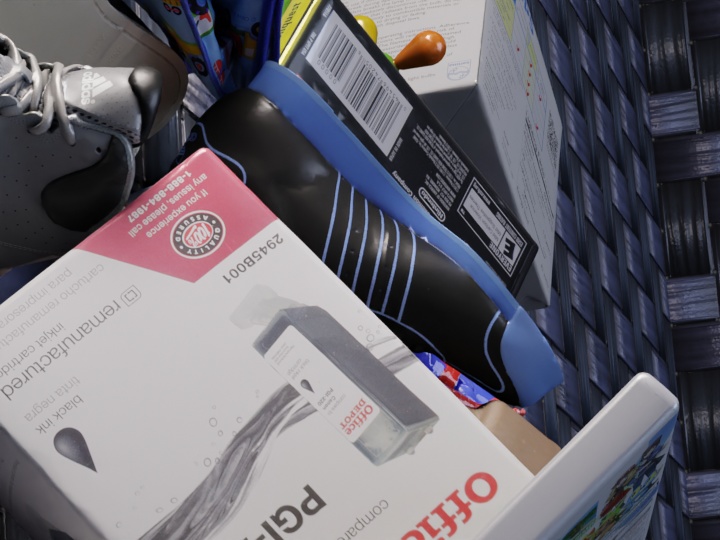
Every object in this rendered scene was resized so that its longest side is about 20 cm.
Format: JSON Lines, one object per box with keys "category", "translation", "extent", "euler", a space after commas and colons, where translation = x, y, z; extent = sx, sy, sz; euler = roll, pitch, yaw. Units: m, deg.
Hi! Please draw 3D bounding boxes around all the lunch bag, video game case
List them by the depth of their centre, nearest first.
{"category": "video game case", "translation": [0.039, 0.139, 0.897], "extent": [0.022, 0.200, 0.182], "euler": [43, -14, 17]}
{"category": "lunch bag", "translation": [-0.094, -0.170, 1.114], "extent": [0.151, 0.094, 0.200], "euler": [48, -26, 44]}
{"category": "video game case", "translation": [-0.003, -0.009, 1.188], "extent": [0.200, 0.025, 0.181], "euler": [49, 51, -30]}

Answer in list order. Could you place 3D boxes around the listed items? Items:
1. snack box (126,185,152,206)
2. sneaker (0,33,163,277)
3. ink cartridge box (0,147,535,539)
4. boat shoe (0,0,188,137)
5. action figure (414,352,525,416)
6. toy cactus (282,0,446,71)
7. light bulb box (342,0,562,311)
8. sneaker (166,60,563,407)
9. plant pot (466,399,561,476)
{"category": "snack box", "translation": [-0.074, 0.022, 1.229], "extent": [0.200, 0.053, 0.142], "euler": [-32, 111, -73]}
{"category": "sneaker", "translation": [-0.137, -0.083, 0.924], "extent": [0.075, 0.115, 0.200], "euler": [-82, 159, -45]}
{"category": "ink cartridge box", "translation": [-0.048, 0.075, 0.927], "extent": [0.200, 0.146, 0.085], "euler": [46, -23, 10]}
{"category": "boat shoe", "translation": [-0.146, -0.123, 1.065], "extent": [0.063, 0.073, 0.200], "euler": [42, -3, 33]}
{"category": "action figure", "translation": [0.051, 0.062, 1.160], "extent": [0.200, 0.052, 0.065], "euler": [40, 16, -25]}
{"category": "toy cactus", "translation": [-0.014, -0.057, 1.252], "extent": [0.165, 0.102, 0.200], "euler": [-27, 107, -64]}
{"category": "light bulb box", "translation": [0.054, -0.101, 1.627], "extent": [0.200, 0.125, 0.198], "euler": [-81, 157, -49]}
{"category": "sneaker", "translation": [0.000, 0.000, 1.084], "extent": [0.200, 0.078, 0.070], "euler": [45, -8, 3]}
{"category": "plant pot", "translation": [-0.036, 0.099, 1.063], "extent": [0.175, 0.200, 0.200], "euler": [41, 20, 0]}
